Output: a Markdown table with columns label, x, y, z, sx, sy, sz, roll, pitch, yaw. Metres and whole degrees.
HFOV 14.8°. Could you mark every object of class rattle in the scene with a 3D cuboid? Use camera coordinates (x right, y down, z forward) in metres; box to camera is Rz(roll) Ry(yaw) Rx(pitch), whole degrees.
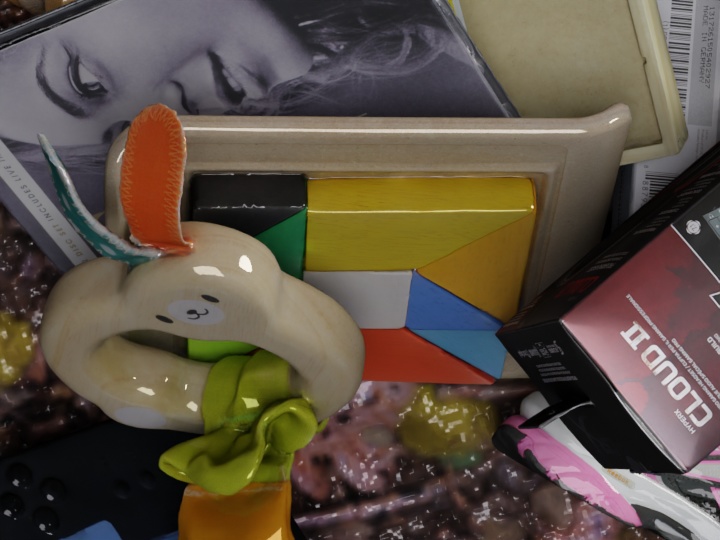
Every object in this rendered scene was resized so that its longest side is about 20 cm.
| label | x | y | z | sx | sy | sz | roll | pitch | yaw |
| --- | --- | --- | --- | --- | --- | --- | --- | --- | --- |
| rattle | -0.074 | 0.049 | 1.015 | 0.130 | 0.200 | 0.143 | 20 | 69 | 11 |

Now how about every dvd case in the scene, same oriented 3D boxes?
| label | x | y | z | sx | sy | sz | roll | pitch | yaw |
| --- | --- | --- | --- | --- | --- | --- | --- | --- | --- |
| dvd case | -0.051 | -0.058 | 1.066 | 0.200 | 0.016 | 0.149 | -19 | 133 | 19 |

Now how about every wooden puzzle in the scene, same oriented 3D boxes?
| label | x | y | z | sx | sy | sz | roll | pitch | yaw |
| --- | --- | --- | --- | --- | --- | --- | --- | --- | --- |
| wooden puzzle | 0.000 | 0.000 | 1.091 | 0.199 | 0.037 | 0.185 | -4 | 148 | -6 |

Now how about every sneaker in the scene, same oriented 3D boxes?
| label | x | y | z | sx | sy | sz | roll | pitch | yaw |
| --- | --- | --- | --- | --- | --- | --- | --- | --- | --- |
| sneaker | 0.161 | 0.087 | 1.167 | 0.200 | 0.080 | 0.086 | 31 | 89 | -17 |

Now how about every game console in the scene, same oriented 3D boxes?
| label | x | y | z | sx | sy | sz | roll | pitch | yaw |
| --- | --- | --- | --- | --- | --- | --- | --- | --- | --- |
| game console | -0.074 | 0.151 | 1.090 | 0.177 | 0.031 | 0.200 | -20 | 71 | -38 |

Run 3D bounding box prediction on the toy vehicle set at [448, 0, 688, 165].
| label | x | y | z | sx | sy | sz | roll | pitch | yaw |
| --- | --- | --- | --- | --- | --- | --- | --- | --- | --- |
| toy vehicle set | 0.018 | -0.090 | 1.100 | 0.200 | 0.027 | 0.125 | -10 | 106 | 17 |

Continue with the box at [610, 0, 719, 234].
| label | x | y | z | sx | sy | sz | roll | pitch | yaw |
| --- | --- | --- | --- | --- | --- | --- | --- | --- | --- |
| box | 0.205 | -0.041 | 1.136 | 0.199 | 0.041 | 0.156 | 4 | 87 | -6 |

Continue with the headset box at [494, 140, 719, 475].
| label | x | y | z | sx | sy | sz | roll | pitch | yaw |
| --- | --- | --- | --- | --- | --- | --- | --- | --- | --- |
| headset box | 0.141 | -0.001 | 1.032 | 0.200 | 0.149 | 0.075 | -40 | 91 | -6 |

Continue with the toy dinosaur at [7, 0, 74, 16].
| label | x | y | z | sx | sy | sz | roll | pitch | yaw |
| --- | --- | --- | --- | --- | --- | --- | --- | --- | --- |
| toy dinosaur | -0.117 | -0.112 | 1.078 | 0.106 | 0.060 | 0.200 | -31 | 122 | 22 |
